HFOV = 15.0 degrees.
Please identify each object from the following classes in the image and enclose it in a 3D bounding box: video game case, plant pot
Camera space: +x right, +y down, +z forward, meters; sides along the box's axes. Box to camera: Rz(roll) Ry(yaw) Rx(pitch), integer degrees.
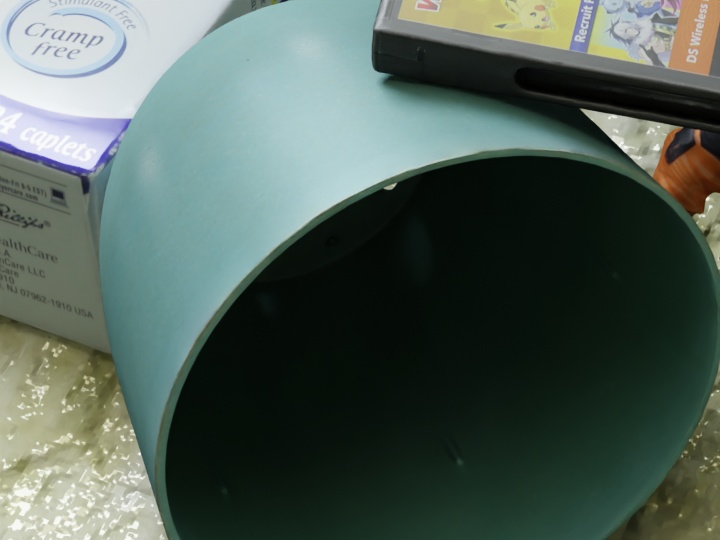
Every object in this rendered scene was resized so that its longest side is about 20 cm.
[{"bbox_3d":[0.113,-0.129,0.902,0.180,0.026,0.200,11,54,7],"label":"video game case"},{"bbox_3d":[0.000,0.000,0.944,0.200,0.201,0.161,-18,40,-13],"label":"plant pot"}]

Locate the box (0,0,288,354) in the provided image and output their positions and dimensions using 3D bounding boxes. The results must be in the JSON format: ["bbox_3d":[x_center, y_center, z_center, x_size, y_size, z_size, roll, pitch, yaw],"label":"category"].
[{"bbox_3d":[-0.131,-0.092,1.088,0.184,0.105,0.200,18,50,18],"label":"box"}]

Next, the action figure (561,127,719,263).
[{"bbox_3d":[0.197,-0.051,0.993,0.200,0.193,0.105,3,63,-42],"label":"action figure"}]
